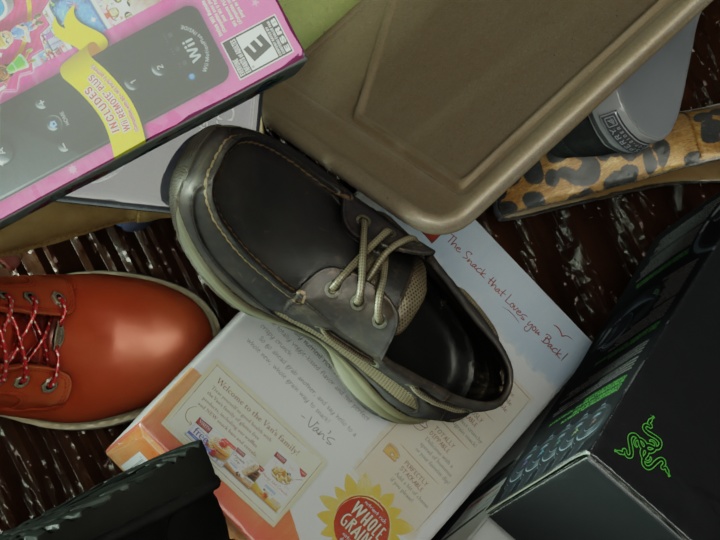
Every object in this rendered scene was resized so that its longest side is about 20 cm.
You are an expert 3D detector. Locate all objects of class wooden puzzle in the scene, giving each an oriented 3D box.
[{"bbox_3d":[0.061,-0.102,1.214,0.200,0.185,0.037,-38,125,-11],"label":"wooden puzzle"}]

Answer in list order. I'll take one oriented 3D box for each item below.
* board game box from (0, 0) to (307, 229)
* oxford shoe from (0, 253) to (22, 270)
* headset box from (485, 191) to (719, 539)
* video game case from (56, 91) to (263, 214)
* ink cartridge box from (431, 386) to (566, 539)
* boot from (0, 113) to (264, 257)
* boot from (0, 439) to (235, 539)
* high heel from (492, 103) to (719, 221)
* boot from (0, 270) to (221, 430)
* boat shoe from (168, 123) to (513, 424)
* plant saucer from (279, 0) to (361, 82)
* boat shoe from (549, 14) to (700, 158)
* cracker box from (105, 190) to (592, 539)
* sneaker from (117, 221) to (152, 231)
[{"bbox_3d":[-0.143,-0.103,1.108,0.199,0.064,0.148,-28,94,-4],"label":"board game box"},{"bbox_3d":[-0.213,-0.088,1.242,0.075,0.070,0.200,-43,94,-11],"label":"oxford shoe"},{"bbox_3d":[0.177,0.090,1.205,0.174,0.093,0.200,42,55,-7],"label":"headset box"},{"bbox_3d":[-0.139,-0.102,1.148,0.199,0.019,0.144,6,91,-7],"label":"video game case"},{"bbox_3d":[0.098,0.162,1.239,0.145,0.084,0.200,47,56,-5],"label":"ink cartridge box"},{"bbox_3d":[-0.146,-0.091,1.185,0.199,0.066,0.176,-7,81,-6],"label":"boot"},{"bbox_3d":[-0.107,0.179,1.106,0.210,0.079,0.159,-26,94,-34],"label":"boot"},{"bbox_3d":[0.166,-0.031,1.297,0.200,0.071,0.143,38,75,11],"label":"high heel"},{"bbox_3d":[-0.157,0.035,1.228,0.199,0.107,0.076,-2,85,-12],"label":"boot"},{"bbox_3d":[0.000,0.000,1.150,0.200,0.073,0.075,39,64,-41],"label":"boat shoe"},{"bbox_3d":[0.018,-0.170,1.305,0.199,0.031,0.201,1,86,-10],"label":"plant saucer"},{"bbox_3d":[0.130,-0.135,1.277,0.069,0.056,0.201,45,48,-30],"label":"boat shoe"},{"bbox_3d":[-0.002,0.059,1.247,0.134,0.058,0.200,46,62,-3],"label":"cracker box"},{"bbox_3d":[-0.120,-0.117,1.260,0.082,0.074,0.201,0,80,-8],"label":"sneaker"}]
